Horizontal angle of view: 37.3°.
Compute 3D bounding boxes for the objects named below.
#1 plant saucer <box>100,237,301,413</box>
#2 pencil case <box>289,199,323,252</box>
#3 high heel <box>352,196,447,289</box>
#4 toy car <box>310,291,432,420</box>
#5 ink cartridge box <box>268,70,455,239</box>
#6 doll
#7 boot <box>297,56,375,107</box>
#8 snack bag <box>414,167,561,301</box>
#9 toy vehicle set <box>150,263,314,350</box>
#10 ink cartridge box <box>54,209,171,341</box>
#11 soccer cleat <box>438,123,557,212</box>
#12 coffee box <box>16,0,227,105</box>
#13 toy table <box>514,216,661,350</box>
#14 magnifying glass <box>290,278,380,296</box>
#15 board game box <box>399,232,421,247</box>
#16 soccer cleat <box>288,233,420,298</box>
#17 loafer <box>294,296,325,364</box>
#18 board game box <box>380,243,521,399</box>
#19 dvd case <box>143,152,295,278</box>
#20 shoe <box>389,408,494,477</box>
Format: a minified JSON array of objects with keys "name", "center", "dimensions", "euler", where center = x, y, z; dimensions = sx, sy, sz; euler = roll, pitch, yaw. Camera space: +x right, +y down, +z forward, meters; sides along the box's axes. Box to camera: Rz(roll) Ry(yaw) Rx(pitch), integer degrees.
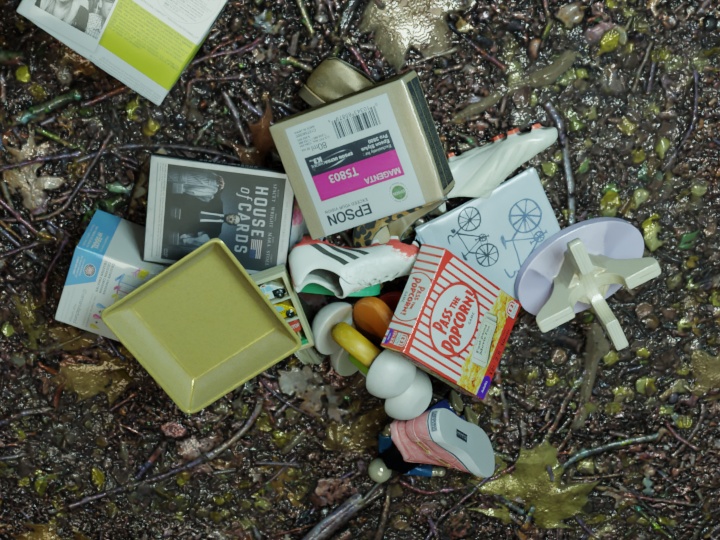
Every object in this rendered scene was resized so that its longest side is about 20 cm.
[{"name":"plant saucer","center":[-0.212,0.070,1.441],"dimensions":[0.199,0.049,0.200],"euler":[-32,115,11]},{"name":"pencil case","center":[-0.146,-0.067,1.519],"dimensions":[0.198,0.083,0.092],"euler":[5,87,-1]},{"name":"high heel","center":[0.059,-0.047,1.497],"dimensions":[0.071,0.142,0.202],"euler":[-17,119,-41]},{"name":"toy car","center":[0.038,0.107,1.555],"dimensions":[0.150,0.175,0.200],"euler":[-49,147,-9]},{"name":"ink cartridge box","center":[0.003,-0.149,1.397],"dimensions":[0.199,0.075,0.166],"euler":[-17,102,21]},{"name":"doll","center":[0.093,0.280,1.702],"dimensions":[0.199,0.049,0.137],"euler":[-37,113,17]},{"name":"boot","center":[0.016,-0.214,1.459],"dimensions":[0.199,0.074,0.076],"euler":[34,102,-12]},{"name":"snack bag","center":[0.199,-0.028,1.555],"dimensions":[0.199,0.021,0.189],"euler":[-28,114,3]},{"name":"toy vehicle set","center":[-0.177,0.079,1.491],"dimensions":[0.198,0.027,0.125],"euler":[-19,117,5]},{"name":"ink cartridge box","center":[-0.316,0.023,1.542],"dimensions":[0.198,0.125,0.129],"euler":[20,115,-9]},{"name":"soccer cleat","center":[0.185,-0.144,1.485],"dimensions":[0.199,0.069,0.078],"euler":[-20,95,18]},{"name":"coffee box","center":[-0.264,-0.361,1.316],"dimensions":[0.199,0.200,0.198],"euler":[33,111,-14]},{"name":"toy table","center":[0.325,0.013,1.518],"dimensions":[0.200,0.117,0.184],"euler":[-38,113,9]},{"name":"magnifying glass","center":[-0.071,0.021,1.520],"dimensions":[0.198,0.080,0.023],"euler":[1,96,3]},{"name":"board game box","center":[0.133,0.027,1.596],"dimensions":[0.104,0.024,0.201],"euler":[-15,114,5]},{"name":"soccer cleat","center":[0.000,0.000,1.458],"dimensions":[0.198,0.086,0.069],"euler":[5,148,-6]},{"name":"loafer","center":[-0.125,0.063,1.591],"dimensions":[0.068,0.076,0.201],"euler":[-33,99,24]},{"name":"board game box","center":[0.129,0.074,1.478],"dimensions":[0.200,0.046,0.153],"euler":[32,77,-43]},{"name":"dvd case","center":[-0.193,-0.074,1.462],"dimensions":[0.198,0.025,0.152],"euler":[7,107,-2]},{"name":"shoe","center":[0.127,0.267,1.634],"dimensions":[0.090,0.072,0.200],"euler":[-13,146,30]}]
